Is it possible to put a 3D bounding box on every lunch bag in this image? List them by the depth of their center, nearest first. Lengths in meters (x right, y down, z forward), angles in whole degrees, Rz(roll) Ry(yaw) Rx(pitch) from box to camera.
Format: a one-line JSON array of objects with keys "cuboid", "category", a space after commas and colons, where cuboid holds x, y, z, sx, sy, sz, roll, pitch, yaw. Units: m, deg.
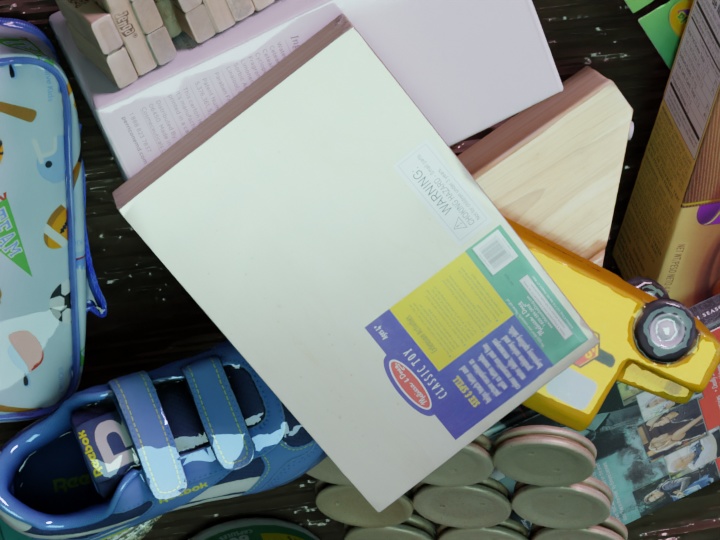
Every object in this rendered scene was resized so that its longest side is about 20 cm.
[{"cuboid": [-0.202, -0.017, 1.335, 0.160, 0.076, 0.200, -7, 115, -17], "category": "lunch bag"}]

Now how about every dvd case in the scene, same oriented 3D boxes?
[{"cuboid": [0.140, 0.084, 1.480, 0.200, 0.022, 0.146, -27, 144, -1], "category": "dvd case"}]

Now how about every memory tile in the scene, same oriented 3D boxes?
[{"cuboid": [0.057, 0.124, 1.435, 0.153, 0.017, 0.200, -2, 150, 15], "category": "memory tile"}]

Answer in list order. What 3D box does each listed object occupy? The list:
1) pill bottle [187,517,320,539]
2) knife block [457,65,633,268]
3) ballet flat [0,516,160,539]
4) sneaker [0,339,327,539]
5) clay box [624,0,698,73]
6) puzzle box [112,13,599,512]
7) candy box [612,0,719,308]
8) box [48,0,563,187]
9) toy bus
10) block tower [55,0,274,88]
[{"cuboid": [-0.036, 0.217, 1.422, 0.113, 0.200, 0.113, -7, 116, -14], "category": "pill bottle"}, {"cuboid": [0.031, -0.012, 1.409, 0.175, 0.064, 0.200, 9, 100, -9], "category": "knife block"}, {"cuboid": [-0.183, 0.147, 1.430, 0.200, 0.068, 0.075, -20, 140, -1], "category": "ballet flat"}, {"cuboid": [-0.087, 0.078, 1.336, 0.200, 0.082, 0.074, -27, 75, 13], "category": "sneaker"}, {"cuboid": [0.203, -0.197, 1.379, 0.200, 0.048, 0.115, -37, 133, 3], "category": "clay box"}, {"cuboid": [0.000, 0.000, 1.279, 0.133, 0.025, 0.200, -37, 114, 3], "category": "puzzle box"}, {"cuboid": [0.209, -0.065, 1.416, 0.117, 0.056, 0.200, -2, 135, -18], "category": "candy box"}, {"cuboid": [-0.027, -0.101, 1.320, 0.200, 0.124, 0.098, -26, 120, -4], "category": "box"}, {"cuboid": [0.069, 0.014, 1.352, 0.200, 0.065, 0.078, 27, 96, -11], "category": "toy bus"}, {"cuboid": [-0.040, -0.158, 1.265, 0.200, 0.058, 0.054, -31, 125, -11], "category": "block tower"}]
